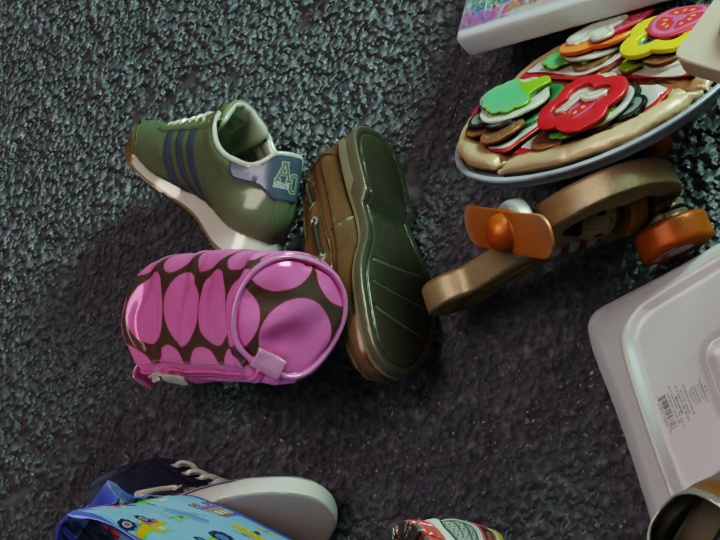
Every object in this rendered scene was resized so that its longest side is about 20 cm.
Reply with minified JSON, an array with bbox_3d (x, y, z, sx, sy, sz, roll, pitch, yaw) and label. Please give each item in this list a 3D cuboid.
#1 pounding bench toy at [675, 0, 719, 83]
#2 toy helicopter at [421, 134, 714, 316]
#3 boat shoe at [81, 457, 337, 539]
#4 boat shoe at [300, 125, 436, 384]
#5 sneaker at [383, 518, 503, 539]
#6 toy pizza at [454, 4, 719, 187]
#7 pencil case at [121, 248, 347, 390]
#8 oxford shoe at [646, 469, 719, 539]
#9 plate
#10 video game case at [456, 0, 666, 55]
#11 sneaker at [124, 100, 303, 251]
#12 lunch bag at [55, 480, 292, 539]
[{"bbox_3d":[0.294,-0.098,1.066,0.199,0.156,0.124,23,70,43],"label":"pounding bench toy"},{"bbox_3d":[0.105,-0.016,1.231,0.200,0.132,0.079,-32,75,41],"label":"toy helicopter"},{"bbox_3d":[-0.107,0.156,1.364,0.199,0.075,0.093,-14,33,16],"label":"boat shoe"},{"bbox_3d":[0.000,0.000,1.355,0.068,0.072,0.201,-33,42,30],"label":"boat shoe"},{"bbox_3d":[0.080,0.233,1.162,0.078,0.082,0.201,-34,66,46],"label":"sneaker"},{"bbox_3d":[0.144,-0.116,1.238,0.199,0.032,0.200,-25,22,11],"label":"toy pizza"},{"bbox_3d":[-0.088,0.036,1.349,0.094,0.091,0.200,-56,21,-19],"label":"pencil case"},{"bbox_3d":[0.165,0.196,1.102,0.075,0.058,0.201,33,107,36],"label":"oxford shoe"},{"bbox_3d":[0.228,0.057,1.152,0.199,0.032,0.200,-33,52,24],"label":"plate"},{"bbox_3d":[0.165,-0.237,1.331,0.199,0.024,0.183,-12,49,36],"label":"video game case"},{"bbox_3d":[-0.099,-0.083,1.455,0.200,0.067,0.090,42,117,48],"label":"sneaker"},{"bbox_3d":[-0.083,0.188,1.214,0.200,0.150,0.094,36,102,18],"label":"lunch bag"}]
